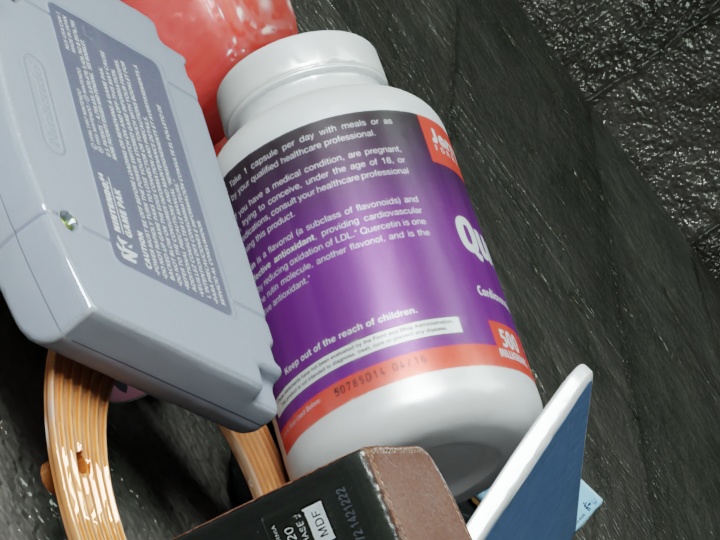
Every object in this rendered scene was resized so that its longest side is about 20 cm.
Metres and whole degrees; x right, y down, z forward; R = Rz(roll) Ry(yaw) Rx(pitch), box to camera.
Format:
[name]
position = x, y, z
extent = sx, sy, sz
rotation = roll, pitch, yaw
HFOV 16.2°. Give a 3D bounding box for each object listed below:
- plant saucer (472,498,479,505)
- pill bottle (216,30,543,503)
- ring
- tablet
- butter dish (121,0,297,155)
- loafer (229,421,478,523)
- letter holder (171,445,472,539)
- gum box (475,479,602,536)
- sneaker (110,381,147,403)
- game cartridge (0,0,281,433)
[plant saucer]
position = 0.100, 0.199, 1.382
extent = 0.201, 0.037, 0.200
rotation = 52, 13, -18
[pill bottle]
position = 0.000, 0.000, 1.093
extent = 0.112, 0.112, 0.201
rotation = 33, 35, -59
[ring]
position = -0.069, 0.099, 0.979
extent = 0.201, 0.019, 0.201
rotation = 53, 24, -35
[tablet]
position = 0.060, 0.128, 1.093
extent = 0.014, 0.130, 0.200
rotation = 30, -21, 16
[butter dish]
position = -0.095, -0.153, 1.288
extent = 0.201, 0.147, 0.199
rotation = 57, 14, 3
[loafer]
position = 0.002, 0.101, 1.192
extent = 0.200, 0.068, 0.071
rotation = 27, 40, -58
[letter holder]
position = 0.021, 0.176, 0.938
extent = 0.201, 0.100, 0.142
rotation = 67, 17, 11
[gum box]
position = 0.017, 0.048, 1.269
extent = 0.200, 0.045, 0.170
rotation = 44, -1, -14
[sneaker]
position = -0.097, 0.004, 1.112
extent = 0.200, 0.070, 0.083
rotation = -43, 114, -72
[game cartridge]
position = -0.103, -0.038, 0.981
extent = 0.133, 0.041, 0.201
rotation = 34, 29, -47
